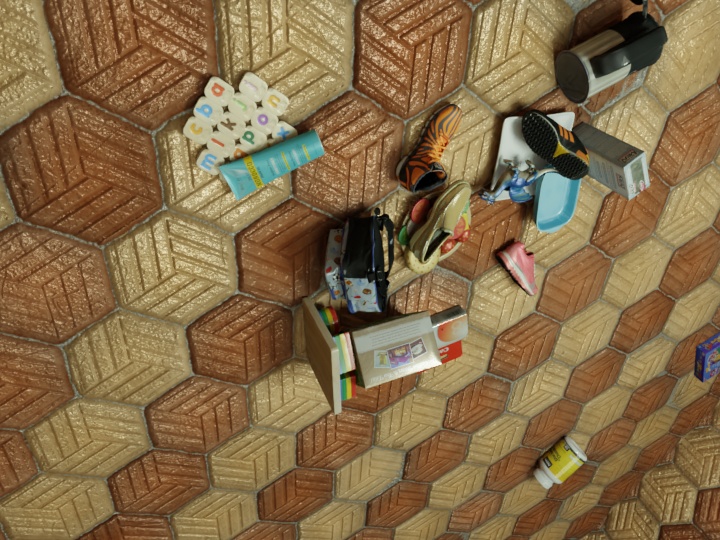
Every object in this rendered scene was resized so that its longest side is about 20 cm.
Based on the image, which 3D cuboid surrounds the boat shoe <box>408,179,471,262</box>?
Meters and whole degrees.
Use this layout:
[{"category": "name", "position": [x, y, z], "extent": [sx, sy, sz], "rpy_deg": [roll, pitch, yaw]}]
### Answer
[{"category": "boat shoe", "position": [0.190, -0.103, 1.167], "extent": [0.071, 0.076, 0.202], "rpy_deg": [20, 111, -32]}]

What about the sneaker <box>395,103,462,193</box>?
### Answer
[{"category": "sneaker", "position": [0.164, -0.245, 1.098], "extent": [0.077, 0.113, 0.202], "rpy_deg": [22, 111, -34]}]

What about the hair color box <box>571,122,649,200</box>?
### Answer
[{"category": "hair color box", "position": [0.571, -0.258, 1.215], "extent": [0.060, 0.201, 0.099], "rpy_deg": [-34, 130, 3]}]

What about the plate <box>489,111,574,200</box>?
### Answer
[{"category": "plate", "position": [0.398, -0.272, 1.236], "extent": [0.196, 0.032, 0.203], "rpy_deg": [-10, 125, -18]}]

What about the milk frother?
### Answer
[{"category": "milk frother", "position": [0.512, -0.496, 1.091], "extent": [0.185, 0.181, 0.203], "rpy_deg": [-28, 86, -4]}]

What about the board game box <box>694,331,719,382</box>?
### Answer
[{"category": "board game box", "position": [1.420, 0.347, 2.100], "extent": [0.133, 0.045, 0.202], "rpy_deg": [-30, 129, -3]}]

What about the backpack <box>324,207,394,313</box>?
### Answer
[{"category": "backpack", "position": [0.000, 0.000, 1.150], "extent": [0.150, 0.203, 0.192], "rpy_deg": [-3, 138, 16]}]

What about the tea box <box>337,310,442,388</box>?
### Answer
[{"category": "tea box", "position": [0.064, 0.189, 1.272], "extent": [0.196, 0.196, 0.137], "rpy_deg": [-14, 87, -16]}]

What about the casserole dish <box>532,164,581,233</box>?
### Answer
[{"category": "casserole dish", "position": [0.480, -0.188, 1.287], "extent": [0.119, 0.039, 0.203], "rpy_deg": [-17, 129, -14]}]

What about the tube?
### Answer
[{"category": "tube", "position": [-0.167, -0.209, 1.008], "extent": [0.197, 0.051, 0.078], "rpy_deg": [-25, 123, -2]}]

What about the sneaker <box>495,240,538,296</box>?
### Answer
[{"category": "sneaker", "position": [0.448, -0.004, 1.413], "extent": [0.087, 0.074, 0.200], "rpy_deg": [-43, 128, 7]}]

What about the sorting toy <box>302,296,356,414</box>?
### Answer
[{"category": "sorting toy", "position": [-0.070, 0.191, 1.233], "extent": [0.068, 0.201, 0.202], "rpy_deg": [-14, 127, -19]}]

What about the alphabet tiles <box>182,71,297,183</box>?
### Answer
[{"category": "alphabet tiles", "position": [-0.222, -0.261, 0.979], "extent": [0.193, 0.015, 0.201], "rpy_deg": [24, 110, -37]}]

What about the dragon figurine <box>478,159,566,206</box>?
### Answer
[{"category": "dragon figurine", "position": [0.368, -0.199, 1.210], "extent": [0.195, 0.059, 0.101], "rpy_deg": [-2, 127, -14]}]

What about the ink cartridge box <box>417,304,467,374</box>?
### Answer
[{"category": "ink cartridge box", "position": [0.225, 0.210, 1.474], "extent": [0.159, 0.050, 0.203], "rpy_deg": [-19, 124, -11]}]

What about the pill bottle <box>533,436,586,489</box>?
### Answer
[{"category": "pill bottle", "position": [0.778, 0.758, 2.047], "extent": [0.111, 0.113, 0.201], "rpy_deg": [33, 104, -37]}]

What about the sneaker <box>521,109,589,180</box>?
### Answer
[{"category": "sneaker", "position": [0.440, -0.296, 1.178], "extent": [0.199, 0.091, 0.070], "rpy_deg": [39, 139, -12]}]

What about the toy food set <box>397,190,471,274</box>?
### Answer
[{"category": "toy food set", "position": [0.180, -0.098, 1.246], "extent": [0.197, 0.049, 0.201], "rpy_deg": [-24, 128, -7]}]
